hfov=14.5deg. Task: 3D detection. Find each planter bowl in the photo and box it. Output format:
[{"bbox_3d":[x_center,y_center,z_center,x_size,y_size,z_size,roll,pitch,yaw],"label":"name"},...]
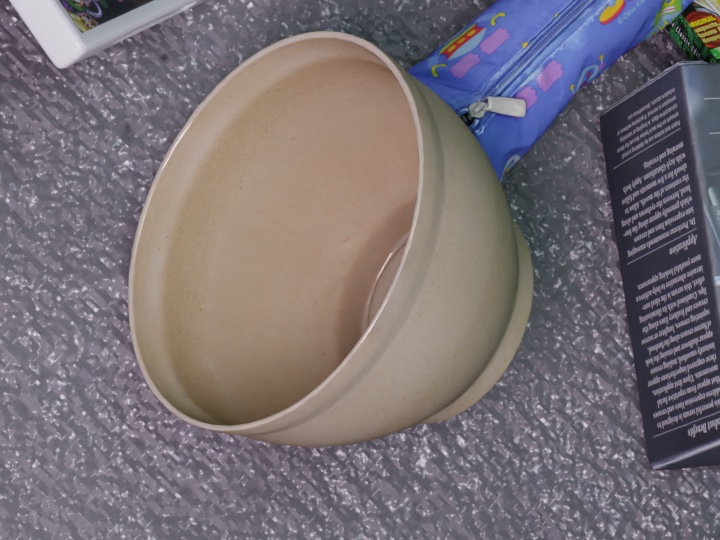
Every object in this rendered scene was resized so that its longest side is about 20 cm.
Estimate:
[{"bbox_3d":[0.000,0.000,1.396,0.134,0.199,0.202,25,67,-42],"label":"planter bowl"}]

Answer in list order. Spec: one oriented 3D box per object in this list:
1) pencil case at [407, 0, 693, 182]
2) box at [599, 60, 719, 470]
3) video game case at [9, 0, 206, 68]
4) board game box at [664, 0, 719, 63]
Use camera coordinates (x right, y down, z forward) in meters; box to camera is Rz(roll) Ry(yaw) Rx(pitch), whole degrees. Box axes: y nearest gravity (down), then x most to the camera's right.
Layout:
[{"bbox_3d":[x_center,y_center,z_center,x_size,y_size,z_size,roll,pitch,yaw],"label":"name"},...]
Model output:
[{"bbox_3d":[0.104,-0.123,1.487,0.200,0.087,0.078,-43,94,-12],"label":"pencil case"},{"bbox_3d":[0.226,-0.004,1.510,0.147,0.107,0.202,-4,79,-21],"label":"box"},{"bbox_3d":[-0.160,-0.204,1.408,0.201,0.023,0.182,55,28,-1],"label":"video game case"},{"bbox_3d":[0.250,-0.172,1.582,0.199,0.024,0.105,-20,53,-23],"label":"board game box"}]
